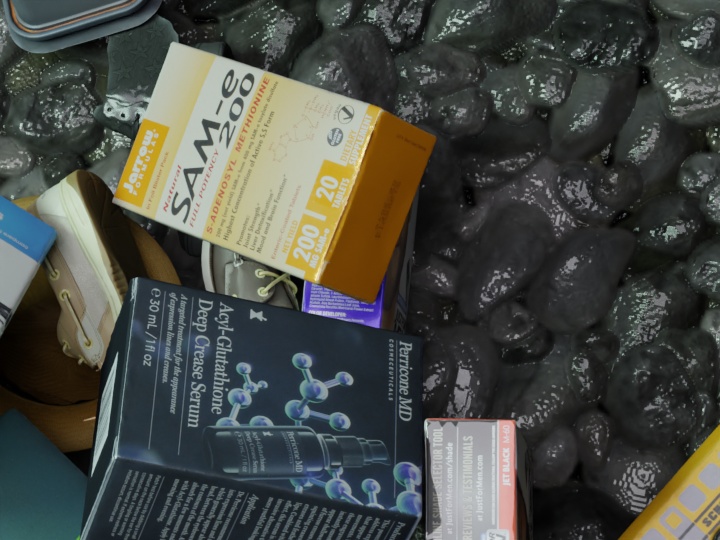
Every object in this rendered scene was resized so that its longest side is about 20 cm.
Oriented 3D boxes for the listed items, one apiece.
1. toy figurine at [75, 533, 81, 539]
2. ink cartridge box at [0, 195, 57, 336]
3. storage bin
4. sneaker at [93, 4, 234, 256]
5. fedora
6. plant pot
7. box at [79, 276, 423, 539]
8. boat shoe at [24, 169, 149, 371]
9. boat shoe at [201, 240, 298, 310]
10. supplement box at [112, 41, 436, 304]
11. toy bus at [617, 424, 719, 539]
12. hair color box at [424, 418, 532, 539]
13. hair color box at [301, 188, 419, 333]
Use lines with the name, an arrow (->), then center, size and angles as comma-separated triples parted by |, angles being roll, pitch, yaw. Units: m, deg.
toy figurine -> -0.107, 0.271, 1.428 | 0.184, 0.150, 0.200 | 5, 84, 34
ink cartridge box -> -0.292, 0.051, 1.477 | 0.084, 0.200, 0.145 | 33, 121, -10
storage bin -> -0.244, -0.285, 1.664 | 0.145, 0.134, 0.200 | -16, 64, 7
sneaker -> -0.150, -0.107, 1.673 | 0.104, 0.060, 0.200 | 1, 75, 11
fedora -> -0.216, 0.043, 1.640 | 0.200, 0.082, 0.201 | -2, 79, 9
plant pot -> -0.271, 0.219, 1.499 | 0.141, 0.200, 0.141 | 43, 123, 7
box -> -0.068, 0.110, 1.440 | 0.200, 0.107, 0.149 | 12, 47, -13
boat shoe -> -0.179, 0.032, 1.562 | 0.066, 0.074, 0.200 | -25, 77, 20
boat shoe -> -0.073, 0.031, 1.615 | 0.059, 0.072, 0.200 | -7, 79, 44
supplement box -> -0.062, -0.069, 1.537 | 0.200, 0.073, 0.126 | 20, 90, 37
toy bus -> 0.215, 0.205, 1.544 | 0.078, 0.065, 0.200 | 41, 88, 15
hair color box -> 0.082, 0.166, 1.504 | 0.064, 0.200, 0.111 | -1, 79, 9
hair color box -> 0.000, 0.000, 1.598 | 0.065, 0.109, 0.200 | 3, 80, 10
